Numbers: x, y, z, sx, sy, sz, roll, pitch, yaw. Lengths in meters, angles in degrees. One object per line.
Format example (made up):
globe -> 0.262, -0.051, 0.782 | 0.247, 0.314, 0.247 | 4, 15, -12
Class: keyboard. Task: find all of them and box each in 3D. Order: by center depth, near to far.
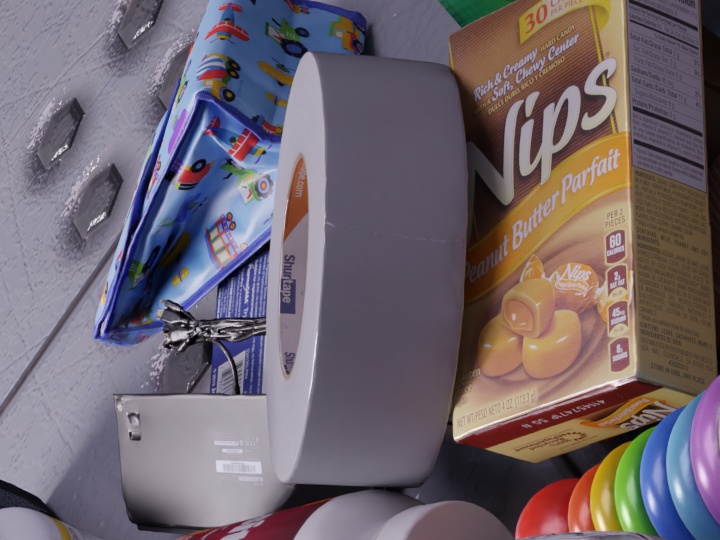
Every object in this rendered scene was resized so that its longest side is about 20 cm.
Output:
keyboard -> -0.060, 0.077, 1.498 | 0.200, 0.021, 0.127 | -2, 95, 44

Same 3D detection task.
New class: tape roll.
tape roll -> 0.000, 0.000, 1.326 | 0.200, 0.066, 0.201 | -176, 90, -81

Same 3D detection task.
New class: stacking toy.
stacking toy -> 0.131, 0.092, 1.173 | 0.200, 0.085, 0.085 | -29, 44, 56

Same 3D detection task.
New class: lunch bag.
lunch bag -> -0.087, -0.053, 1.628 | 0.200, 0.094, 0.151 | -53, 17, 34

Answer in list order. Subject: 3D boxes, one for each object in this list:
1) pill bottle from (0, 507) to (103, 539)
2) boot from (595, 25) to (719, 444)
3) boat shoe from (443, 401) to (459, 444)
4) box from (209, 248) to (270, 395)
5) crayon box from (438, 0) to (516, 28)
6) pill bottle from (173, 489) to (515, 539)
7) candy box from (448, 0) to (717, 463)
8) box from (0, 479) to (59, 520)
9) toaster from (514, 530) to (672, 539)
pill bottle -> -0.154, 0.186, 1.441 | 0.112, 0.200, 0.112 | -35, 41, 37
boot -> 0.124, -0.030, 1.326 | 0.155, 0.074, 0.200 | -51, 31, 25
boat shoe -> 0.063, -0.016, 1.387 | 0.072, 0.062, 0.200 | 6, 67, 20
box -> -0.008, 0.020, 1.511 | 0.200, 0.032, 0.121 | -32, 43, 42
crayon box -> 0.128, -0.192, 1.383 | 0.119, 0.058, 0.200 | -26, 23, 43
pill bottle -> -0.016, 0.165, 1.341 | 0.200, 0.113, 0.113 | -19, 52, 47
candy box -> 0.095, -0.027, 1.260 | 0.115, 0.055, 0.200 | -23, 60, 45
box -> -0.237, 0.229, 1.620 | 0.200, 0.104, 0.182 | -60, 33, 4
toaster -> 0.098, 0.165, 1.109 | 0.200, 0.129, 0.114 | -16, 59, 54
